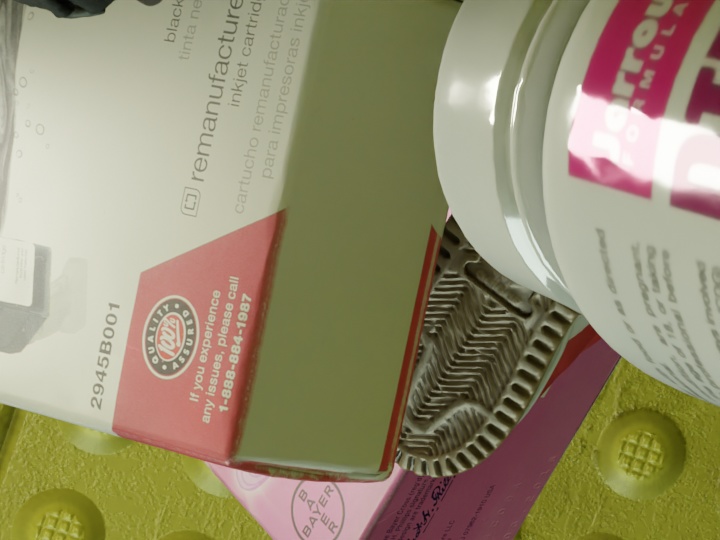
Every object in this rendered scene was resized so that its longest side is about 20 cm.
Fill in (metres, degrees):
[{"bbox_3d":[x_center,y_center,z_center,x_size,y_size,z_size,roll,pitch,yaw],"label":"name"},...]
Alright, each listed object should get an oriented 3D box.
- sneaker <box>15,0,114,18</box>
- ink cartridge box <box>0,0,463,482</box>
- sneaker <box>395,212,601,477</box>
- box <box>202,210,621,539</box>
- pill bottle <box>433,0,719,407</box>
[{"bbox_3d":[-0.057,-0.095,0.526,0.200,0.077,0.111,26,179,41],"label":"sneaker"},{"bbox_3d":[-0.078,-0.029,0.719,0.200,0.146,0.085,12,-179,36],"label":"ink cartridge box"},{"bbox_3d":[0.077,-0.029,0.733,0.071,0.200,0.112,42,-144,3],"label":"sneaker"},{"bbox_3d":[0.000,0.000,0.958,0.097,0.176,0.200,4,-148,-47],"label":"box"},{"bbox_3d":[0.109,-0.018,0.482,0.113,0.113,0.200,19,-179,-36],"label":"pill bottle"}]
